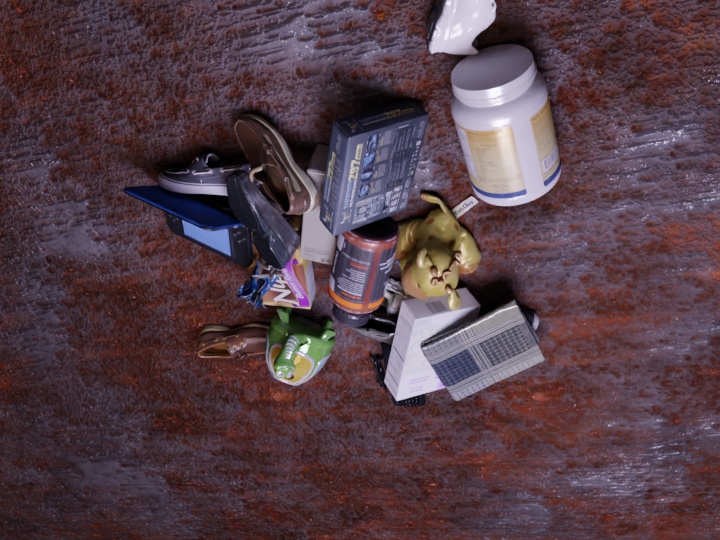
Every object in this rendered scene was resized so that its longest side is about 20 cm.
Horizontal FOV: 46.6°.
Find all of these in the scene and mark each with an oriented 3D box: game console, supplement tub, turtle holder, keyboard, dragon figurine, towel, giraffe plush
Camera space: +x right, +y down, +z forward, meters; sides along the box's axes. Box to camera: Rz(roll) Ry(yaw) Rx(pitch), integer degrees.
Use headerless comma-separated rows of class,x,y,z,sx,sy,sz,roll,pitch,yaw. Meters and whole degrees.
game console,-0.303,-0.075,1.486,0.198,0.119,0.173,24,138,21
supplement tub,0.215,-0.214,1.241,0.142,0.146,0.202,-6,130,20
turtle holder,-0.119,0.156,1.635,0.139,0.185,0.134,18,99,-25
keyboard,0.077,0.228,1.759,0.102,0.040,0.202,-1,131,14
supplement tub,0.000,0.000,1.465,0.105,0.108,0.202,14,125,1
dragon figurine,-0.184,0.033,1.503,0.058,0.200,0.101,25,96,-11
towel,0.226,0.145,1.531,0.198,0.035,0.193,-26,133,11
giraffe plush,0.129,-0.013,1.435,0.170,0.164,0.201,25,134,-9

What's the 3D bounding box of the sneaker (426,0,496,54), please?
sneaker,0.154,-0.387,1.162,0.085,0.075,0.201,9,142,-10

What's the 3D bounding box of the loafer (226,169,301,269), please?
loafer,-0.165,-0.097,1.428,0.072,0.072,0.202,20,147,39

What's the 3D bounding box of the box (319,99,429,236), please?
box,0.019,-0.164,1.341,0.051,0.156,0.202,47,145,32

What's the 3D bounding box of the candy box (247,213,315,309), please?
candy box,-0.154,-0.021,1.578,0.114,0.057,0.202,5,131,11

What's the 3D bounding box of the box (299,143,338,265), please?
box,-0.060,-0.112,1.453,0.067,0.083,0.202,13,135,3

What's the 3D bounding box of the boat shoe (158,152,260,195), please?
boat shoe,-0.267,-0.172,1.462,0.197,0.072,0.069,8,111,22

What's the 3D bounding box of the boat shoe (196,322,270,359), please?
boat shoe,-0.253,0.158,1.760,0.196,0.068,0.073,-2,132,16

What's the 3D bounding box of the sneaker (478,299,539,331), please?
sneaker,0.244,0.129,1.605,0.098,0.071,0.201,29,126,-13

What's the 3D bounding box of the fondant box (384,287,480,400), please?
fondant box,0.131,0.137,1.553,0.142,0.058,0.202,-11,132,-26

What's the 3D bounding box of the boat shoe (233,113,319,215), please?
boat shoe,-0.151,-0.174,1.362,0.203,0.074,0.075,49,134,16

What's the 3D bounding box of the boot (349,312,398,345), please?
boot,0.068,0.118,1.592,0.196,0.069,0.131,11,177,5

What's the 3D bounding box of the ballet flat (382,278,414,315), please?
ballet flat,0.042,0.048,1.584,0.198,0.072,0.072,26,133,-11
